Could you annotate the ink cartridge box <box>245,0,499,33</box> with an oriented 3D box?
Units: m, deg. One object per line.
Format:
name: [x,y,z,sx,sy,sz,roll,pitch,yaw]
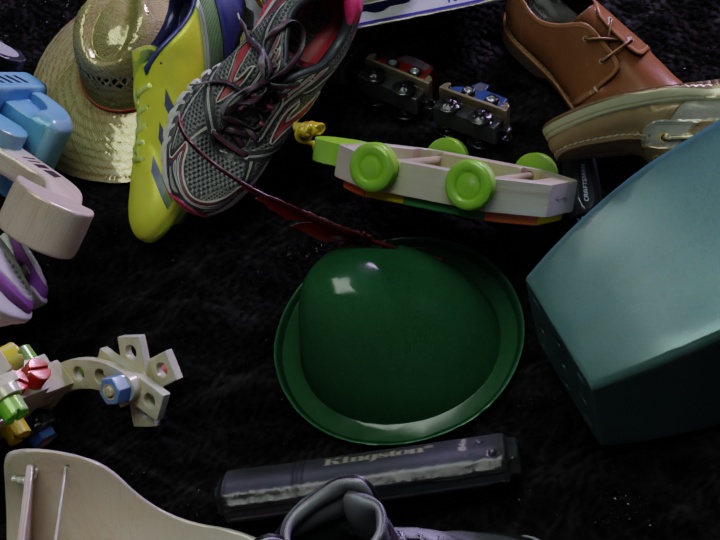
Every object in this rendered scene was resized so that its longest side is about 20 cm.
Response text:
ink cartridge box: [0.007,-0.232,1.414,0.197,0.041,0.201,-11,42,3]

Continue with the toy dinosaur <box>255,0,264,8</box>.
toy dinosaur: [-0.042,-0.236,1.372,0.199,0.061,0.106,29,32,30]

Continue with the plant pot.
plant pot: [0.214,0.015,1.156,0.199,0.142,0.142,-28,59,-4]

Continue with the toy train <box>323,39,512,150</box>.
toy train: [0.033,-0.138,1.369,0.199,0.034,0.046,25,51,27]

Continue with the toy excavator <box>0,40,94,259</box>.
toy excavator: [-0.248,-0.083,1.309,0.199,0.194,0.101,30,103,12]

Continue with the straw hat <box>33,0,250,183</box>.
straw hat: [-0.178,-0.172,1.402,0.199,0.085,0.203,-6,54,8]

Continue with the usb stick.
usb stick: [0.004,0.133,1.172,0.197,0.055,0.033,-8,92,6]

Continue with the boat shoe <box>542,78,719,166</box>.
boat shoe: [0.223,-0.090,1.245,0.198,0.074,0.067,-8,85,14]

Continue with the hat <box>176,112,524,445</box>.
hat: [0.000,0.000,1.186,0.198,0.177,0.167,-10,53,5]

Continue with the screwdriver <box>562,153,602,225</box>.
screwdriver: [0.154,-0.001,1.250,0.029,0.028,0.202,21,52,-26]

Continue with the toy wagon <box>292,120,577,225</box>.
toy wagon: [0.045,-0.068,1.255,0.198,0.155,0.040,11,99,22]

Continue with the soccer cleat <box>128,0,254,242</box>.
soccer cleat: [-0.142,-0.122,1.332,0.064,0.083,0.202,8,79,53]

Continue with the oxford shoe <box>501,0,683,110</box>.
oxford shoe: [0.176,-0.149,1.321,0.071,0.072,0.200,-41,64,-20]

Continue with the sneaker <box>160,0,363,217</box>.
sneaker: [-0.071,-0.128,1.281,0.201,0.080,0.075,-57,16,0]

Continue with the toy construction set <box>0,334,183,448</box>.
toy construction set: [-0.219,0.077,1.194,0.199,0.131,0.093,0,53,-44]

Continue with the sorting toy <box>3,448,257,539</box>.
sorting toy: [-0.136,0.220,1.117,0.178,0.108,0.201,1,46,-2]

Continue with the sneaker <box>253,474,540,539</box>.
sneaker: [0.027,0.174,1.084,0.198,0.114,0.076,-6,53,-10]

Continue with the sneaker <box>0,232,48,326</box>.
sneaker: [-0.270,0.021,1.240,0.099,0.200,0.075,-28,87,-1]
